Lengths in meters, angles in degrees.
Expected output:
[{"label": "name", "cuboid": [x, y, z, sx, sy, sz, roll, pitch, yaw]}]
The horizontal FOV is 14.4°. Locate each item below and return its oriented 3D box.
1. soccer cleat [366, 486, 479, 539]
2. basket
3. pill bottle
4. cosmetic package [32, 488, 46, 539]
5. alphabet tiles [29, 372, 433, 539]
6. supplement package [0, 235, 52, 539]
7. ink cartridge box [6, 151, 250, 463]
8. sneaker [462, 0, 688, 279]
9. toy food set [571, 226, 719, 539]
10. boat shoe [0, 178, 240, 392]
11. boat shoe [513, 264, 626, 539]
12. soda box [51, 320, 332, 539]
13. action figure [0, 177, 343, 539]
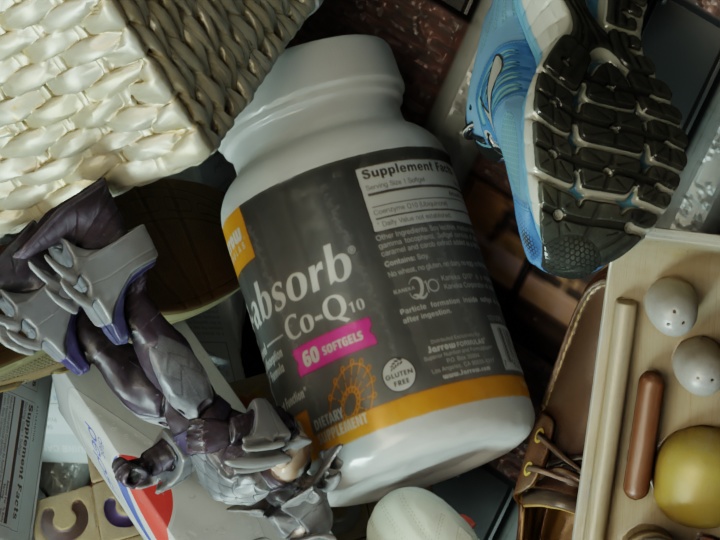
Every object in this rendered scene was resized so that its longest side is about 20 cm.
[{"label": "soccer cleat", "cuboid": [0.043, 0.198, 1.302, 0.069, 0.077, 0.201, -20, 87, 40]}, {"label": "basket", "cuboid": [-0.154, -0.136, 1.278, 0.199, 0.161, 0.199, -17, 120, 29]}, {"label": "pill bottle", "cuboid": [0.000, 0.000, 1.330, 0.116, 0.116, 0.201, -27, 75, 30]}, {"label": "cosmetic package", "cuboid": [-0.233, 0.115, 1.528, 0.200, 0.051, 0.083, 48, 117, 13]}, {"label": "alphabet tiles", "cuboid": [-0.060, 0.132, 1.388, 0.199, 0.006, 0.167, -16, 63, 5]}, {"label": "supplement package", "cuboid": [-0.266, 0.045, 1.379, 0.151, 0.200, 0.152, -3, 73, 30]}, {"label": "ink cartridge box", "cuboid": [-0.128, 0.001, 1.463, 0.161, 0.057, 0.201, 0, 120, 29]}, {"label": "sneaker", "cuboid": [0.089, -0.066, 1.265, 0.078, 0.201, 0.090, 21, 132, -18]}, {"label": "toy food set", "cuboid": [0.172, 0.083, 1.257, 0.142, 0.060, 0.202, 6, 104, -1]}, {"label": "boat shoe", "cuboid": [-0.137, 0.010, 1.340, 0.065, 0.199, 0.072, -43, 70, 52]}, {"label": "boat shoe", "cuboid": [0.110, 0.097, 1.323, 0.072, 0.067, 0.202, 17, 107, 28]}, {"label": "soda box", "cuboid": [-0.073, 0.107, 1.357, 0.200, 0.068, 0.064, 54, 162, 28]}, {"label": "action figure", "cuboid": [-0.082, 0.058, 1.252, 0.200, 0.069, 0.130, 47, 147, -9]}]
